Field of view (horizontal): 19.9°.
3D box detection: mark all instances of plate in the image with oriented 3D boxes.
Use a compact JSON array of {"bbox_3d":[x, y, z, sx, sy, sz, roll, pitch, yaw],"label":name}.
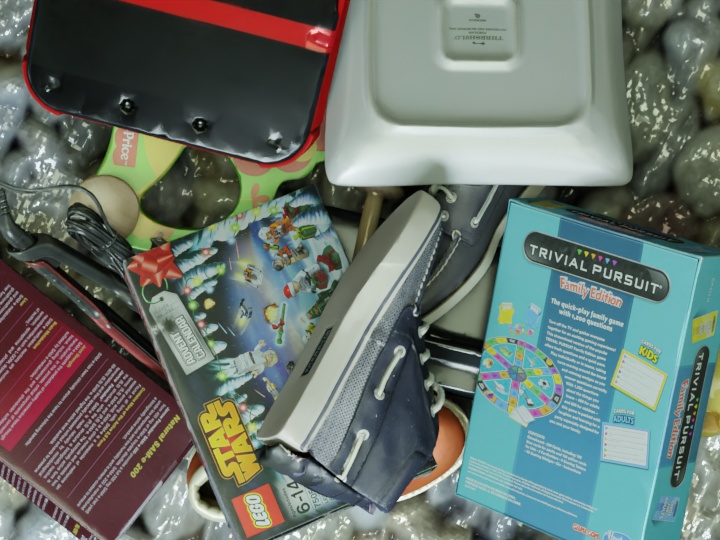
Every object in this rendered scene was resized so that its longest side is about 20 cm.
[{"bbox_3d":[0.076,-0.150,1.339,0.197,0.032,0.202,0,66,1],"label":"plate"}]

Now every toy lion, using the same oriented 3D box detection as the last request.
[{"bbox_3d":[-0.092,-0.107,1.387,0.190,0.069,0.202,8,94,-5],"label":"toy lion"}]

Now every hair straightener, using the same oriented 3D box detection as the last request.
[{"bbox_3d":[-0.163,-0.005,1.353,0.077,0.041,0.200,-43,124,5],"label":"hair straightener"}]

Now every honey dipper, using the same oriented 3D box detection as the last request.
[{"bbox_3d":[0.000,0.000,1.364,0.038,0.038,0.202,11,81,2],"label":"honey dipper"}]

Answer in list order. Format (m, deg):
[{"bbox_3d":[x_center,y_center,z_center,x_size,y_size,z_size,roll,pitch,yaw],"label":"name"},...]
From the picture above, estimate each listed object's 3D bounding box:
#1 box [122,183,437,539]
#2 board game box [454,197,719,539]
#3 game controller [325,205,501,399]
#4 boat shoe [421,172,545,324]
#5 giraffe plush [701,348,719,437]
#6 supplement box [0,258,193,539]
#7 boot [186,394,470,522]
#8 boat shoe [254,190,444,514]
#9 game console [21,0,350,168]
[{"bbox_3d":[-0.053,0.062,1.312,0.136,0.040,0.201,-23,80,-11],"label":"box"},{"bbox_3d":[0.147,0.069,1.305,0.150,0.047,0.202,19,104,40],"label":"board game box"},{"bbox_3d":[0.033,0.023,1.399,0.198,0.042,0.105,14,80,2],"label":"game controller"},{"bbox_3d":[0.063,-0.044,1.346,0.200,0.072,0.063,-51,121,-17],"label":"boat shoe"},{"bbox_3d":[0.256,0.082,1.338,0.161,0.199,0.174,19,99,31],"label":"giraffe plush"},{"bbox_3d":[-0.215,0.087,1.383,0.200,0.061,0.109,39,70,1],"label":"supplement box"},{"bbox_3d":[-0.021,0.130,1.370,0.198,0.107,0.076,-12,91,2],"label":"boot"},{"bbox_3d":[0.019,0.055,1.274,0.092,0.075,0.201,34,74,-13],"label":"boat shoe"},{"bbox_3d":[-0.109,-0.166,1.307,0.198,0.031,0.178,14,108,-1],"label":"game console"}]
